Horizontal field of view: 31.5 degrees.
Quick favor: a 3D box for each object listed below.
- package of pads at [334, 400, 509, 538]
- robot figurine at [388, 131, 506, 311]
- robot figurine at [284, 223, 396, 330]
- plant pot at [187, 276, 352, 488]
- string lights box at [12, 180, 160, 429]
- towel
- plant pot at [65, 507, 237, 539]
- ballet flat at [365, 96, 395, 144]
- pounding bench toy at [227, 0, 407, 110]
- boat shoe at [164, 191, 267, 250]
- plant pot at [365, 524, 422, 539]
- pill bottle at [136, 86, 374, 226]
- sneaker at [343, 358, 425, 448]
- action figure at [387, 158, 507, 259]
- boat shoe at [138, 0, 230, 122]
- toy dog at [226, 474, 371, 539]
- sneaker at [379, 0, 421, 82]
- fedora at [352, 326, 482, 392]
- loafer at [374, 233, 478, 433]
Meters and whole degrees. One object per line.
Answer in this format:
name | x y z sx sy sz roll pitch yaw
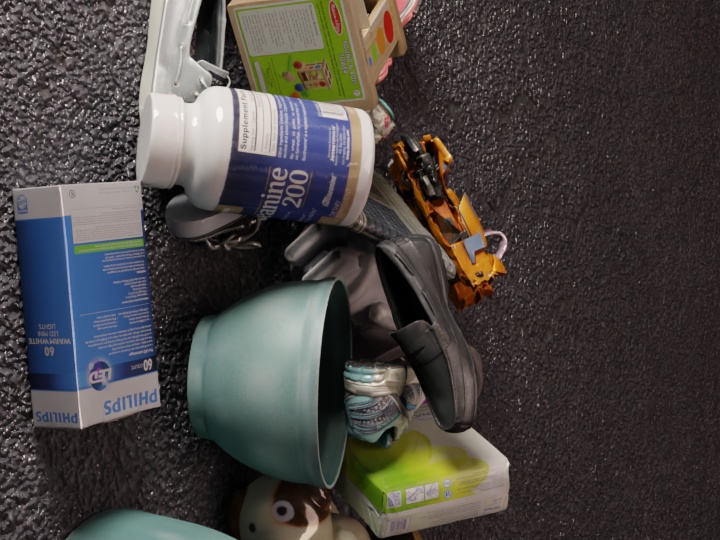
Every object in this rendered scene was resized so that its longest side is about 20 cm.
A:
package of pads | 0.048 0.198 1.341 0.154 0.200 0.068 -8 112 -24
robot figurine | 0.090 -0.061 1.423 0.145 0.058 0.200 111 -43 -71
robot figurine | 0.000 0.000 1.422 0.200 0.113 0.170 18 39 -58
plant pot | -0.088 0.104 1.220 0.200 0.134 0.201 1 90 -82
string lights box | -0.231 0.027 1.085 0.103 0.059 0.200 -10 97 -59
towel | -0.007 -0.076 1.351 0.192 0.200 0.035 26 110 -38
plant pot | -0.155 0.312 1.099 0.200 0.161 0.201 3 86 -59
ballet flat | -0.028 -0.168 1.367 0.064 0.200 0.076 -47 112 -4
pounding bench toy | -0.045 -0.278 1.273 0.156 0.124 0.200 -65 146 -52
boat shoe | -0.129 -0.054 1.253 0.199 0.073 0.068 -53 144 -65
plant pot | 0.033 0.363 1.397 0.027 0.200 0.201 11 77 -21
pill bottle | -0.096 -0.105 1.151 0.200 0.111 0.111 6 81 -18
sneaker | 0.021 0.136 1.308 0.200 0.077 0.087 15 83 -72
action figure | 0.083 -0.074 1.549 0.134 0.149 0.200 -56 148 -36
boat shoe | -0.160 -0.185 1.204 0.070 0.071 0.201 11 80 -59
toy dog | -0.048 0.283 1.309 0.200 0.139 0.194 56 30 -42
sneaker | 0.014 -0.310 1.503 0.087 0.074 0.200 50 48 -44
fedora | 0.045 0.121 1.482 0.200 0.177 0.090 16 30 -37
loafer | 0.060 0.062 1.240 0.070 0.068 0.201 -8 78 -36
